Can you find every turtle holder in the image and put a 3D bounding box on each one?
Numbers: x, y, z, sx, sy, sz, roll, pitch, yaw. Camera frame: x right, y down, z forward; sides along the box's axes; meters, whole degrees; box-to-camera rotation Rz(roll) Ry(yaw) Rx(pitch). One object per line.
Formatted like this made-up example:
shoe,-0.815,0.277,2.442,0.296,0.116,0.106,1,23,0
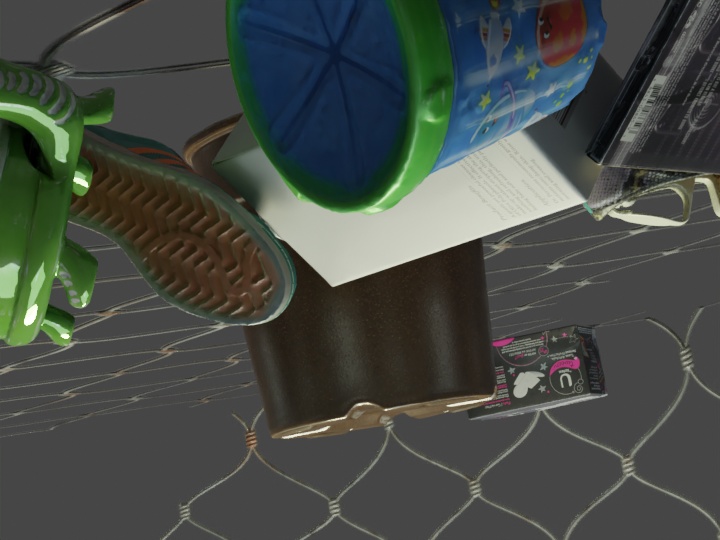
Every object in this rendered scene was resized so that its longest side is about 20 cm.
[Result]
turtle holder,-0.198,-0.036,0.983,0.132,0.141,0.185,9,177,-13

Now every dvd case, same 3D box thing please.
dvd case,0.208,-0.117,1.012,0.200,0.016,0.149,0,123,-50

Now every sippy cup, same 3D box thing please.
sippy cup,0.031,-0.105,0.852,0.130,0.140,0.178,-17,-173,-35

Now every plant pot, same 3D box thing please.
plant pot,0.000,0.000,1.262,0.200,0.199,0.200,-11,172,-2

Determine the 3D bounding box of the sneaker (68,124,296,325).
sneaker,-0.108,-0.034,1.107,0.200,0.071,0.080,31,-163,22

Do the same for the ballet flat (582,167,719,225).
ballet flat,0.267,-0.072,1.558,0.200,0.072,0.072,-9,172,-11

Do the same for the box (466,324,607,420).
box,0.267,0.161,3.024,0.200,0.115,0.132,-12,171,19

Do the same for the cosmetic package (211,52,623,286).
cosmetic package,0.030,-0.073,1.037,0.200,0.085,0.108,-16,127,46
